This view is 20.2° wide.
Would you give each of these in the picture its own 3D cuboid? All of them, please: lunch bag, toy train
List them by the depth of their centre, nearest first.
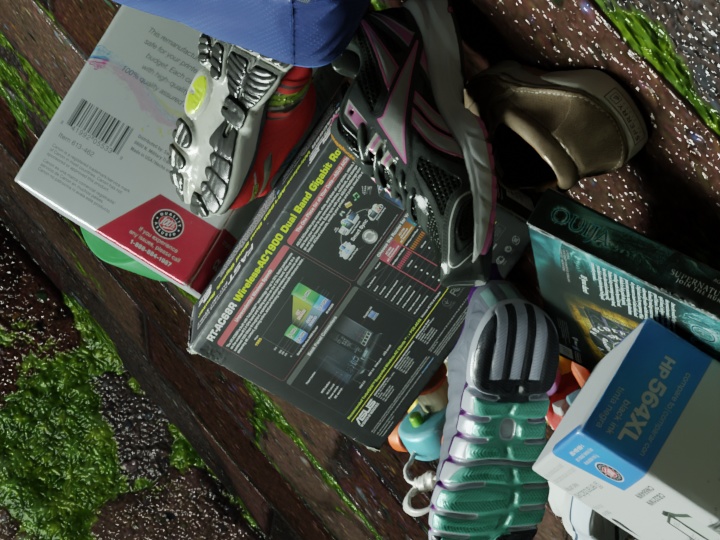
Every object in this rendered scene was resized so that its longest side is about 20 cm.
[{"bbox_3d":[-0.063,-0.215,1.137,0.199,0.137,0.133,19,159,10],"label":"lunch bag"},{"bbox_3d":[0.101,0.078,1.356,0.056,0.199,0.150,59,-172,-25],"label":"toy train"}]

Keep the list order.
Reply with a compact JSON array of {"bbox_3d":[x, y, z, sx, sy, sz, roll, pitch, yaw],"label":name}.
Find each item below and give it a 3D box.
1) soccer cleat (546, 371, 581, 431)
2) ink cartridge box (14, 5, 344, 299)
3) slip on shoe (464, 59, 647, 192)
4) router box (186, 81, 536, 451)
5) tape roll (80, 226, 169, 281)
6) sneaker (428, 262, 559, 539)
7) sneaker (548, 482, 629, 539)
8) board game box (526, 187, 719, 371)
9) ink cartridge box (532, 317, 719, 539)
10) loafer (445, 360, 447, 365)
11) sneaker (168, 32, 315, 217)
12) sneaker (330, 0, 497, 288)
[{"bbox_3d":[0.192,0.119,1.367,0.200,0.068,0.086,22,143,54],"label":"soccer cleat"},{"bbox_3d":[-0.117,-0.103,1.386,0.145,0.201,0.083,31,176,12],"label":"ink cartridge box"},{"bbox_3d":[0.097,-0.077,1.195,0.076,0.060,0.200,56,165,-18],"label":"slip on shoe"},{"bbox_3d":[0.000,0.000,1.320,0.149,0.201,0.062,30,-159,-16],"label":"router box"},{"bbox_3d":[-0.141,-0.094,1.539,0.048,0.202,0.200,21,-174,-37],"label":"tape roll"},{"bbox_3d":[0.083,0.099,1.289,0.088,0.074,0.201,-111,30,-62],"label":"sneaker"},{"bbox_3d":[0.168,0.161,1.519,0.071,0.073,0.200,42,163,20],"label":"sneaker"},{"bbox_3d":[0.169,0.032,1.195,0.135,0.028,0.200,27,164,19],"label":"board game box"},{"bbox_3d":[0.215,0.127,1.180,0.199,0.085,0.146,33,165,4],"label":"ink cartridge box"},{"bbox_3d":[0.031,0.042,1.612,0.200,0.068,0.076,46,-160,16],"label":"loafer"},{"bbox_3d":[-0.058,-0.125,1.268,0.077,0.085,0.201,44,125,24],"label":"sneaker"},{"bbox_3d":[0.027,-0.072,1.196,0.081,0.086,0.201,86,173,-54],"label":"sneaker"}]
